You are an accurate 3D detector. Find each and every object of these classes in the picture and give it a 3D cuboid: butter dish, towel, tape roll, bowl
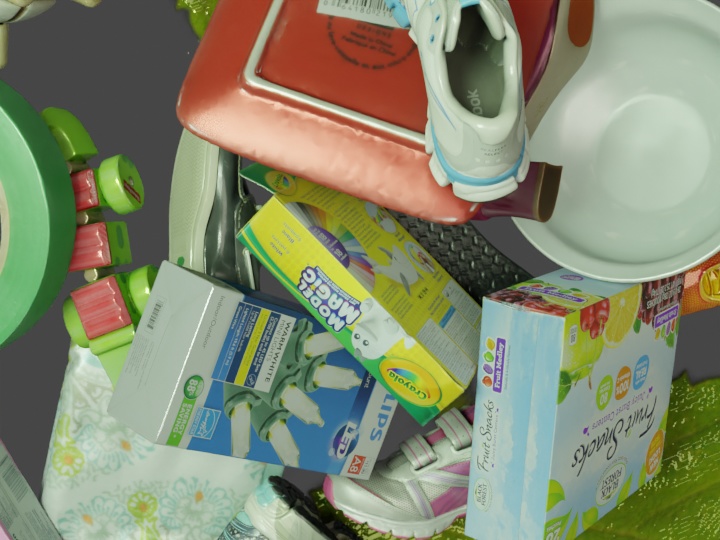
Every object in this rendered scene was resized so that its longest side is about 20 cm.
[{"bbox_3d":[0.006,-0.125,0.762,0.199,0.148,0.201,19,73,5],"label":"butter dish"},{"bbox_3d":[-0.144,0.146,0.851,0.170,0.048,0.202,11,102,-16],"label":"towel"},{"bbox_3d":[-0.282,-0.035,0.733,0.199,0.048,0.202,1,100,7],"label":"tape roll"},{"bbox_3d":[0.200,-0.089,0.818,0.200,0.090,0.203,-3,84,27],"label":"bowl"}]

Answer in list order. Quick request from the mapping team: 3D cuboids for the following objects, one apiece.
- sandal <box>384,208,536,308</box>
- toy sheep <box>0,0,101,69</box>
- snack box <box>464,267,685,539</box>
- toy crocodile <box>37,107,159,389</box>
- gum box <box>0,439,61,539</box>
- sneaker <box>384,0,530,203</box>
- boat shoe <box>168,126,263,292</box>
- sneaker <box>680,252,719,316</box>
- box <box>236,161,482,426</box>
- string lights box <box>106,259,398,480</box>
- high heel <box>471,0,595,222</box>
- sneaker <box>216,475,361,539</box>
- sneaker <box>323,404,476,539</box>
[{"bbox_3d":[0.085,0.010,0.872,0.075,0.045,0.200,-40,96,-5],"label":"sandal"},{"bbox_3d":[-0.212,-0.218,0.690,0.137,0.138,0.201,9,109,-15],"label":"toy sheep"},{"bbox_3d":[0.155,0.086,0.814,0.199,0.067,0.170,-14,112,-51],"label":"snack box"},{"bbox_3d":[-0.175,-0.010,0.771,0.067,0.062,0.202,-15,91,12],"label":"toy crocodile"},{"bbox_3d":[-0.287,0.177,0.792,0.113,0.066,0.201,-26,101,7],"label":"gum box"},{"bbox_3d":[0.058,-0.146,0.648,0.074,0.087,0.201,-14,71,-4],"label":"sneaker"},{"bbox_3d":[-0.095,-0.026,0.801,0.067,0.072,0.202,1,93,-29],"label":"boat shoe"},{"bbox_3d":[0.298,-0.011,0.891,0.199,0.077,0.073,-23,110,-2],"label":"sneaker"},{"bbox_3d":[0.000,0.000,0.780,0.200,0.117,0.048,47,115,0],"label":"box"},{"bbox_3d":[-0.059,0.071,0.770,0.199,0.059,0.103,20,91,-46],"label":"string lights box"},{"bbox_3d":[0.099,-0.134,0.790,0.067,0.096,0.202,18,84,-57],"label":"high heel"},{"bbox_3d":[-0.039,0.232,0.870,0.086,0.078,0.200,-41,126,1],"label":"sneaker"},{"bbox_3d":[0.067,0.145,0.886,0.198,0.081,0.089,-3,105,-20],"label":"sneaker"}]
